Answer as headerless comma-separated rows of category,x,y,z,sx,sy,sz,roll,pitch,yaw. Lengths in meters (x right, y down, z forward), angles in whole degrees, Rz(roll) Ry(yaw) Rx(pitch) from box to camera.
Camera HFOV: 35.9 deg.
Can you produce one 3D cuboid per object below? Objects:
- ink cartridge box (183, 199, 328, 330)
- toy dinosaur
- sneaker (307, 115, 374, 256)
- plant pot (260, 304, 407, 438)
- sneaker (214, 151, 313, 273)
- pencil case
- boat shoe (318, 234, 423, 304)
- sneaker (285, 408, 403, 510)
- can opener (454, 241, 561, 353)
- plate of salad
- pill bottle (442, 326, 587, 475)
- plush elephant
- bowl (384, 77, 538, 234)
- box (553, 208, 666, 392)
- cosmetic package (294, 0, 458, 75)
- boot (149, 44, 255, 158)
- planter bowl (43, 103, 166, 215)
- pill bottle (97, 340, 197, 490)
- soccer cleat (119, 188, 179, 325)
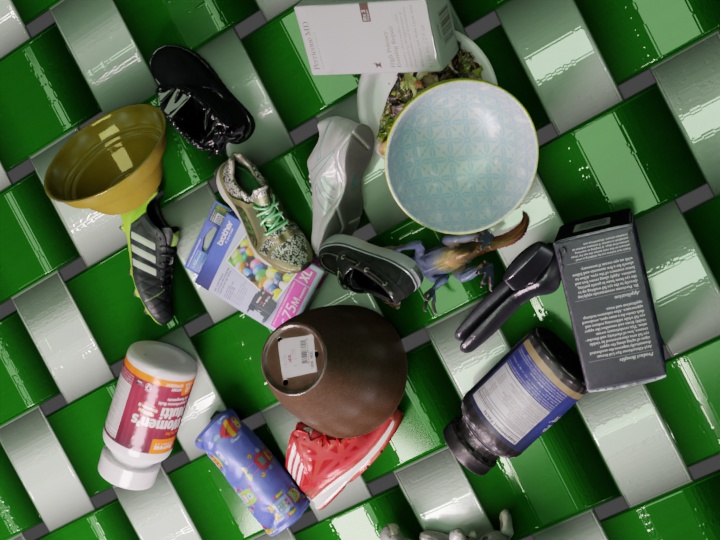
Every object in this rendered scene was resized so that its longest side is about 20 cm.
ink cartridge box,-0.156,-0.002,1.611,0.198,0.042,0.120,31,106,9
toy dinosaur,0.113,-0.001,1.528,0.180,0.198,0.107,-9,96,53
sneaker,-0.038,-0.119,1.552,0.080,0.070,0.203,29,115,36
plant pot,-0.052,0.127,1.496,0.184,0.200,0.190,-3,79,19
sneaker,-0.136,-0.083,1.542,0.077,0.089,0.201,-36,81,-14
pencil case,-0.165,0.297,1.645,0.201,0.078,0.087,50,127,1
boat shoe,0.000,0.000,1.464,0.199,0.057,0.069,13,143,51
sneaker,-0.036,0.245,1.604,0.115,0.078,0.200,43,106,2
can opener,0.200,0.034,1.518,0.078,0.064,0.200,32,118,-21
plate of salad,0.088,-0.229,1.502,0.197,0.048,0.203,3,100,15
pill bottle,0.208,0.181,1.511,0.112,0.112,0.200,44,108,3
plush elephant,0.147,0.414,1.548,0.198,0.166,0.155,25,122,-20
bowl,0.126,-0.160,1.443,0.197,0.108,0.203,-1,112,-1
box,0.324,0.037,1.438,0.103,0.148,0.203,-13,98,15
cosmetic package,0.020,-0.316,1.450,0.197,0.074,0.103,2,124,30
boot,-0.236,-0.237,1.523,0.198,0.162,0.073,43,106,3
planter bowl,-0.345,-0.140,1.587,0.198,0.202,0.084,-16,131,17
pill bottle,-0.320,0.216,1.654,0.108,0.110,0.202,22,105,9
soccer cleat,-0.300,-0.021,1.630,0.080,0.067,0.203,-13,94,15
